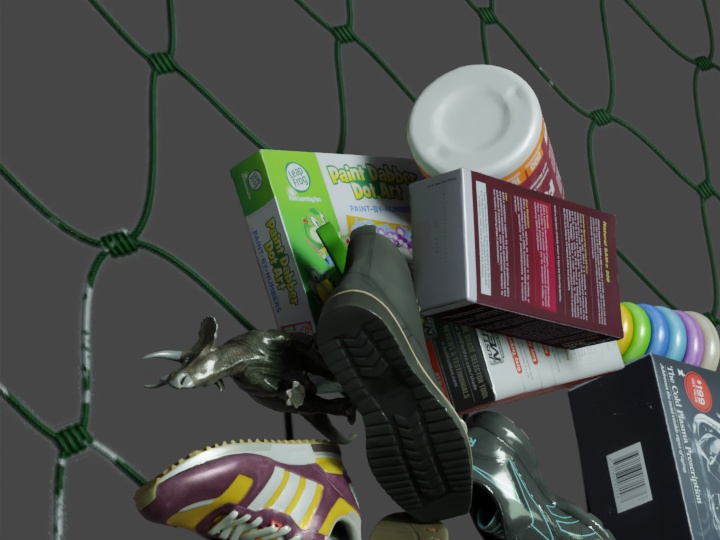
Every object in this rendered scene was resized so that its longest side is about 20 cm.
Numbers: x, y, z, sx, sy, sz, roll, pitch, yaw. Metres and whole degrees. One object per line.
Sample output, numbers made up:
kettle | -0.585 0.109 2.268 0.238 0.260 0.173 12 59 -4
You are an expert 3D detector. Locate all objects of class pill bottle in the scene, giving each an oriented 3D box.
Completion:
pill bottle | 0.114 -0.075 1.602 0.200 0.114 0.115 63 21 -57

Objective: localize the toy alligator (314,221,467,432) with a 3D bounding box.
toy alligator | 0.021 0.051 1.462 0.200 0.059 0.054 58 -3 -3

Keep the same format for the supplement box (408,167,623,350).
supplement box | 0.127 -0.006 1.494 0.199 0.061 0.109 14 68 -43

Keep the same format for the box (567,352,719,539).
box | 0.300 0.197 1.705 0.182 0.104 0.201 16 56 -44

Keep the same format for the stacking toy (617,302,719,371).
stacking toy | 0.245 0.060 1.755 0.199 0.085 0.086 17 54 -37

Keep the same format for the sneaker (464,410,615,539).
sneaker | 0.139 0.213 1.554 0.200 0.075 0.079 48 53 -6

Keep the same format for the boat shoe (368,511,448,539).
boat shoe | 0.013 0.259 1.344 0.200 0.072 0.068 -53 150 -50

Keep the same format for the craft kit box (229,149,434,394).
craft kit box | 0.000 0.000 1.544 0.200 0.048 0.198 -1 65 -49

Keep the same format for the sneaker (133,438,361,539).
sneaker | -0.071 0.173 1.326 0.199 0.075 0.090 -1 63 -48

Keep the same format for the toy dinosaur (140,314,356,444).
toy dinosaur | -0.061 0.076 1.391 0.200 0.102 0.077 24 80 -55

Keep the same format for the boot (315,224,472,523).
boot | 0.037 0.073 1.391 0.139 0.077 0.201 -77 149 -60

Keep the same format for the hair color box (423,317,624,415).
hair color box | 0.136 0.056 1.576 0.200 0.061 0.102 -7 78 -51
